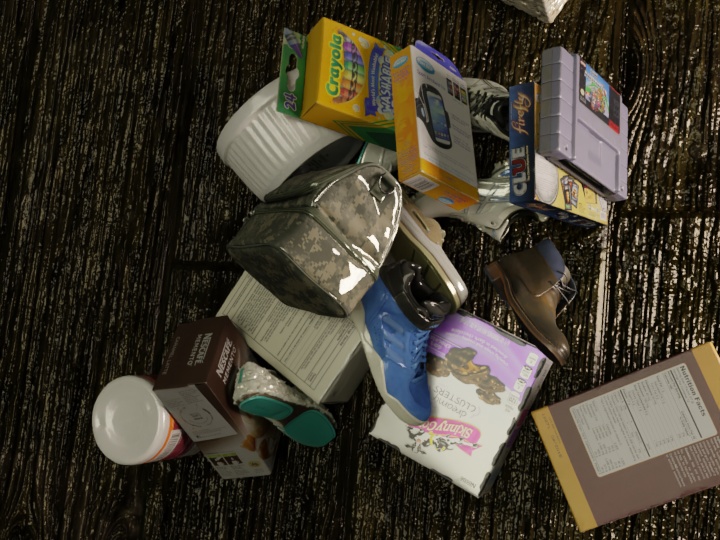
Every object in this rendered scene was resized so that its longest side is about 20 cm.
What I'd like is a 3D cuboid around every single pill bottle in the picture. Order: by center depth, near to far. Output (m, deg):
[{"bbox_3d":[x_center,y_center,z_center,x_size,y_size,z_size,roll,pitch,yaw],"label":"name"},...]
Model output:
[{"bbox_3d":[-0.264,0.202,1.149,0.113,0.200,0.115,-3,82,19],"label":"pill bottle"}]

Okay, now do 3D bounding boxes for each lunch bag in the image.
[{"bbox_3d":[-0.048,-0.050,1.007,0.139,0.200,0.168,45,72,-20],"label":"lunch bag"}]

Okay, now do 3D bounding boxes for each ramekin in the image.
[{"bbox_3d":[-0.086,-0.177,1.137,0.200,0.200,0.105,-38,83,12],"label":"ramekin"}]

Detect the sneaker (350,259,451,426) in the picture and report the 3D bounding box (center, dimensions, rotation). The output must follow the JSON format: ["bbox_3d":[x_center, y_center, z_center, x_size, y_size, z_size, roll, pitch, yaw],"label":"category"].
[{"bbox_3d":[0.066,0.085,1.011,0.111,0.077,0.201,-24,87,26],"label":"sneaker"}]

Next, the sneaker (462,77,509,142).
[{"bbox_3d":[0.179,-0.215,1.097,0.199,0.088,0.076,25,94,23],"label":"sneaker"}]

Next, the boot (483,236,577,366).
[{"bbox_3d":[0.228,0.029,1.019,0.097,0.075,0.200,-33,37,5],"label":"boot"}]

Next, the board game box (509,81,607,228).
[{"bbox_3d":[0.241,-0.133,1.003,0.034,0.199,0.137,-4,81,39],"label":"board game box"}]

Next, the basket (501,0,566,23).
[{"bbox_3d":[0.210,-0.465,1.077,0.198,0.161,0.201,33,96,21],"label":"basket"}]

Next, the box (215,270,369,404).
[{"bbox_3d":[-0.075,0.073,1.143,0.200,0.109,0.128,37,96,20],"label":"box"}]

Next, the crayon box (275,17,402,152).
[{"bbox_3d":[-0.003,-0.237,1.063,0.051,0.199,0.127,-30,52,56],"label":"crayon box"}]

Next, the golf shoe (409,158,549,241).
[{"bbox_3d":[0.154,-0.082,1.099,0.198,0.078,0.098,-14,85,20],"label":"golf shoe"}]

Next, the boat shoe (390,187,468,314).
[{"bbox_3d":[0.076,-0.037,1.066,0.068,0.075,0.200,-30,74,-31],"label":"boat shoe"}]

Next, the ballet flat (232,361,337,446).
[{"bbox_3d":[-0.096,0.173,1.106,0.071,0.200,0.072,-16,55,25],"label":"ballet flat"}]

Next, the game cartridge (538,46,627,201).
[{"bbox_3d":[0.272,-0.171,0.992,0.038,0.199,0.131,0,79,39],"label":"game cartridge"}]

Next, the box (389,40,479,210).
[{"bbox_3d":[0.091,-0.186,1.039,0.041,0.119,0.202,-23,60,37],"label":"box"}]

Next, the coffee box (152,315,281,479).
[{"bbox_3d":[-0.180,0.172,1.108,0.079,0.201,0.115,-10,42,19],"label":"coffee box"}]

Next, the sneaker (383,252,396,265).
[{"bbox_3d":[0.000,0.000,1.136,0.120,0.084,0.202,-15,71,13],"label":"sneaker"}]

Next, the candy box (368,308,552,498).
[{"bbox_3d":[0.130,0.161,1.075,0.167,0.071,0.201,26,92,21],"label":"candy box"}]

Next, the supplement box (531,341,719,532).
[{"bbox_3d":[0.323,0.181,0.935,0.199,0.197,0.134,-25,76,16],"label":"supplement box"}]

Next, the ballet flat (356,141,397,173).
[{"bbox_3d":[0.043,-0.185,1.149,0.069,0.069,0.201,14,77,21],"label":"ballet flat"}]
